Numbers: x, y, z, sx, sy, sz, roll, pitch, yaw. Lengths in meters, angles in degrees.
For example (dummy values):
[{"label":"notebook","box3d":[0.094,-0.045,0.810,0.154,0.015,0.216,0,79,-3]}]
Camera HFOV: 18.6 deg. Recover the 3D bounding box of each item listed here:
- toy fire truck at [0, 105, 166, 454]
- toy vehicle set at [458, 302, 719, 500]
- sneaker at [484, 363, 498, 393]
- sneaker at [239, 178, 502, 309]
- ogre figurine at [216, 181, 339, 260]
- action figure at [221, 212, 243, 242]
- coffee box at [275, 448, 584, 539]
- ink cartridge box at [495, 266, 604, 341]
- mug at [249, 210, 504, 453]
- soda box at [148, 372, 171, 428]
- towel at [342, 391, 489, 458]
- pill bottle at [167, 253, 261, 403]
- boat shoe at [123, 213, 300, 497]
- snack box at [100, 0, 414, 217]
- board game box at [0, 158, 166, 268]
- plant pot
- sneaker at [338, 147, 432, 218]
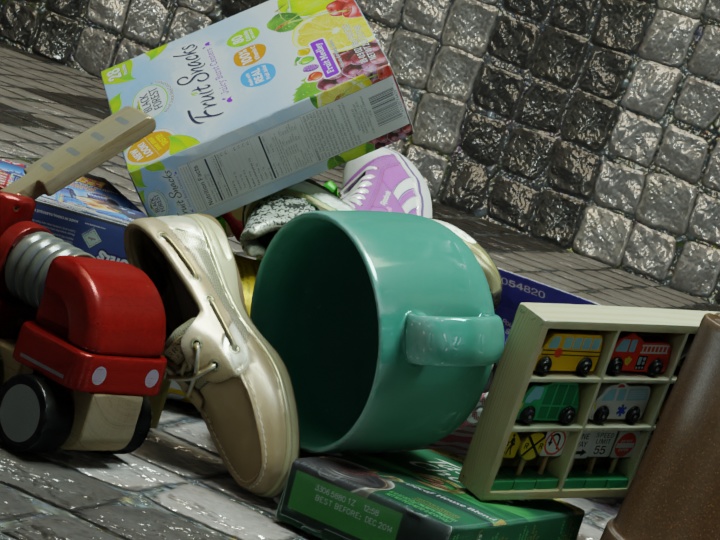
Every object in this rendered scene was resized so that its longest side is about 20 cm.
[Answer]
[{"label":"toy fire truck","box3d":[-0.183,-0.003,1.367,0.175,0.202,0.128,23,10,37]},{"label":"toy vehicle set","box3d":[0.161,0.085,1.414,0.199,0.125,0.026,3,23,-39]},{"label":"sneaker","box3d":[0.103,0.104,1.675,0.199,0.100,0.071,15,6,-34]},{"label":"sneaker","box3d":[0.000,0.000,1.541,0.198,0.077,0.089,17,26,9]},{"label":"ogre figurine","box3d":[-0.053,-0.030,1.784,0.199,0.099,0.120,21,5,10]},{"label":"action figure","box3d":[-0.111,-0.021,1.679,0.098,0.201,0.065,22,8,5]},{"label":"coffee box","box3d":[0.048,0.154,1.390,0.122,0.044,0.200,21,7,30]},{"label":"ink cartridge box","box3d":[0.172,0.095,1.708,0.198,0.041,0.201,20,-32,17]},{"label":"mug","box3d":[0.023,0.048,1.391,0.114,0.153,0.185,1,34,-35]},{"label":"soda box","box3d":[-0.206,0.043,1.513,0.067,0.065,0.200,12,11,-39]},{"label":"towel","box3d":[0.098,0.121,1.529,0.146,0.030,0.199,13,-23,-35]},{"label":"pill bottle","box3d":[-0.069,0.052,1.588,0.199,0.112,0.111,15,8,-23]},{"label":"boat shoe","box3d":[-0.098,0.054,1.397,0.065,0.072,0.201,0,60,-42]},{"label":"snack box","box3d":[-0.079,-0.122,1.592,0.199,0.068,0.169,-24,33,-1]},{"label":"board game box","box3d":[-0.236,-0.038,1.541,0.198,0.062,0.200,16,7,-8]},{"label":"plant pot","box3d":[0.256,0.143,1.379,0.199,0.200,0.200,18,8,-3]},{"label":"sneaker","box3d":[-0.003,-0.047,1.699,0.114,0.073,0.201,30,27,-31]}]
